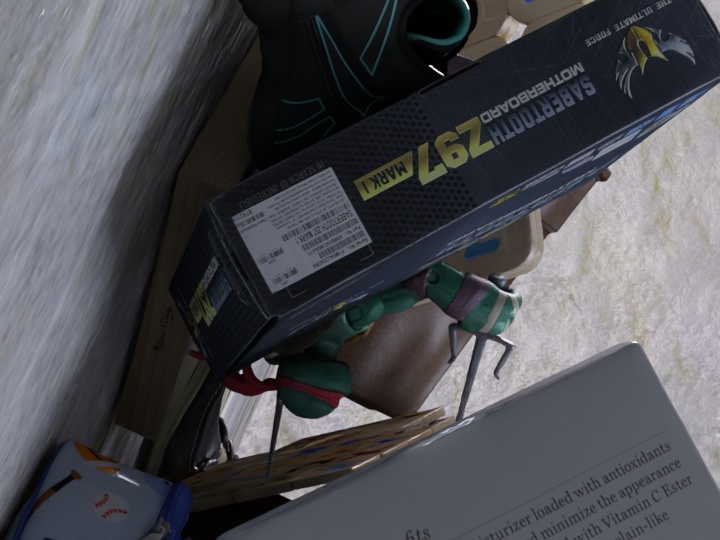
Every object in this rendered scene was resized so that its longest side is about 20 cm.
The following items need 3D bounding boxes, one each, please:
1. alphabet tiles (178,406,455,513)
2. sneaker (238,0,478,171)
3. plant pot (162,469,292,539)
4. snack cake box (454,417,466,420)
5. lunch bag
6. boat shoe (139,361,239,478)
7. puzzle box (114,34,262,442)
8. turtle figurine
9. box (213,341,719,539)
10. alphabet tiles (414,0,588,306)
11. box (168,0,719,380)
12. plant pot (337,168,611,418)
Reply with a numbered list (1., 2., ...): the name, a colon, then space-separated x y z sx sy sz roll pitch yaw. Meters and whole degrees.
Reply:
1. alphabet tiles: -0.034 0.103 0.868 0.200 0.167 0.008 -15 89 -65
2. sneaker: 0.000 -0.080 0.614 0.200 0.079 0.076 87 21 -69
3. plant pot: -0.039 0.217 0.896 0.200 0.187 0.187 2 -118 49
4. snack cake box: 0.067 0.187 0.933 0.115 0.067 0.201 -15 -106 60
5. lunch bag: -0.127 0.170 0.655 0.160 0.075 0.200 -69 -177 -46
6. boat shoe: -0.110 0.132 1.065 0.072 0.066 0.201 -65 179 -52
7. puzzle box: -0.066 -0.024 0.758 0.200 0.025 0.133 113 1 -49
8. turtle figurine: 0.000 0.000 0.741 0.101 0.149 0.201 29 70 -53
9. box: 0.033 0.148 0.693 0.199 0.131 0.200 -23 169 -23
10. alphabet tiles: 0.040 -0.084 0.801 0.195 0.015 0.201 -18 -113 36
11. box: 0.027 -0.032 0.622 0.200 0.051 0.158 -28 176 -16
12. plant pot: 0.019 -0.028 0.992 0.199 0.200 0.200 -59 180 3
